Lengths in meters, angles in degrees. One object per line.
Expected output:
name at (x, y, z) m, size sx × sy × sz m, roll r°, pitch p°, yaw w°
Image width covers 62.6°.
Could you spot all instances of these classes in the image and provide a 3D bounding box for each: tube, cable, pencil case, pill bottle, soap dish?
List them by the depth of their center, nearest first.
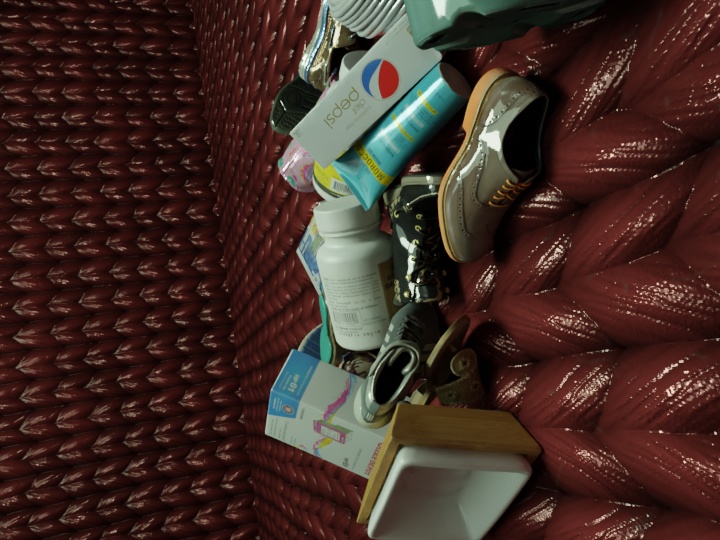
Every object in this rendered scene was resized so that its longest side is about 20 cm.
soap dish at (0.088, 0.229, 0.664) m, size 0.081 × 0.157 × 0.200 m, roll -92°, pitch 12°, yaw -46°
cable at (0.033, -0.368, 0.669) m, size 0.200 × 0.069 × 0.200 m, roll -2°, pitch 69°, yaw 64°
tube at (0.045, -0.158, 0.704) m, size 0.200 × 0.050 × 0.078 m, roll -41°, pitch 78°, yaw 39°
pill bottle at (0.000, 0.000, 0.832) m, size 0.114 × 0.114 × 0.200 m, roll -150°, pitch 45°, yaw -66°
pill bottle at (-0.001, -0.196, 0.834) m, size 0.200 × 0.112 × 0.113 m, roll 106°, pitch 151°, yaw -45°
pencil case at (-0.059, -0.218, 0.948) m, size 0.200 × 0.087 × 0.088 m, roll -49°, pitch 47°, yaw 39°
pencil case at (-0.021, 0.207, 1.038) m, size 0.200 × 0.089 × 0.078 m, roll 118°, pitch 142°, yaw -58°

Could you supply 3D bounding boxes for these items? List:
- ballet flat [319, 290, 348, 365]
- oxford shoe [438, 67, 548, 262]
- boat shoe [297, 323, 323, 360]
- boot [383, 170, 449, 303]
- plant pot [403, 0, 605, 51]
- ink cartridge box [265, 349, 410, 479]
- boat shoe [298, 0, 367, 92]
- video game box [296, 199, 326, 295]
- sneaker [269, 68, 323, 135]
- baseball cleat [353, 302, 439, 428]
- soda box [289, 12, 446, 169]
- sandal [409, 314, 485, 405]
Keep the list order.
ballet flat at (-0.032, 0.099, 0.972) m, size 0.200 × 0.065 × 0.071 m, roll 97°, pitch 157°, yaw -54°
oxford shoe at (0.128, -0.087, 0.576) m, size 0.073 × 0.071 × 0.200 m, roll -130°, pitch 39°, yaw -49°
boat shoe at (-0.093, 0.179, 1.109) m, size 0.072 × 0.200 × 0.072 m, roll 35°, pitch 159°, yaw 8°
boot at (0.079, -0.037, 0.715) m, size 0.200 × 0.073 × 0.151 m, roll 173°, pitch 92°, yaw -74°
plant pot at (0.097, -0.284, 0.450) m, size 0.200 × 0.200 × 0.196 m, roll -162°, pitch 60°, yaw -68°
ink cartridge box at (-0.036, 0.226, 0.912) m, size 0.145 × 0.200 × 0.085 m, roll 105°, pitch -172°, yaw -47°
boat shoe at (-0.024, -0.369, 0.917) m, size 0.072 × 0.072 × 0.200 m, roll 42°, pitch 128°, yaw 17°
video game box at (-0.036, -0.002, 1.019) m, size 0.182 × 0.047 × 0.200 m, roll 59°, pitch 154°, yaw 12°
sneaker at (-0.094, -0.303, 1.036) m, size 0.114 × 0.076 × 0.200 m, roll 122°, pitch 172°, yaw -71°
baseball cleat at (0.059, 0.097, 0.710) m, size 0.200 × 0.070 × 0.107 m, roll -62°, pitch -2°, yaw -39°
soda box at (0.009, -0.213, 0.705) m, size 0.200 × 0.064 × 0.068 m, roll -39°, pitch 13°, yaw 29°
sandal at (0.116, 0.130, 0.705) m, size 0.070 × 0.078 × 0.212 m, roll 40°, pitch 150°, yaw 18°
